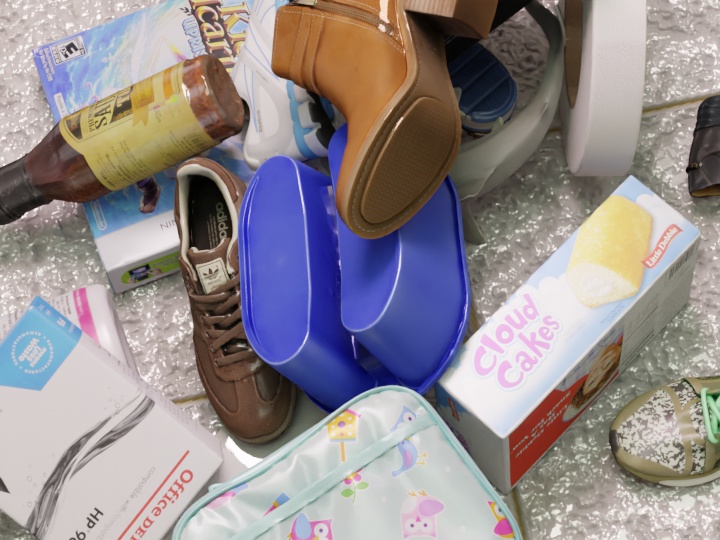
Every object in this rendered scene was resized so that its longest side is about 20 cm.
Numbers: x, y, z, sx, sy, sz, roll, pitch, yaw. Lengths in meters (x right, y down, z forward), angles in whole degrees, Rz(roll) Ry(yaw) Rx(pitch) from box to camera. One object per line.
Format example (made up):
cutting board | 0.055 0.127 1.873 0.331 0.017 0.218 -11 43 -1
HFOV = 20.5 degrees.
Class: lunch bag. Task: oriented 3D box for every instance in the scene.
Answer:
lunch bag | -0.013 0.174 1.216 0.199 0.077 0.161 -32 76 -13

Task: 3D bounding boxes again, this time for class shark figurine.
shark figurine | 0.086 -0.085 1.382 0.214 0.090 0.128 -37 102 21

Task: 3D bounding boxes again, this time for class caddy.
caddy | 0.000 0.000 1.327 0.140 0.105 0.202 -22 56 26

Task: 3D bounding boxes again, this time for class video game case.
video game case | -0.130 -0.106 1.478 0.180 0.046 0.201 -20 67 -5

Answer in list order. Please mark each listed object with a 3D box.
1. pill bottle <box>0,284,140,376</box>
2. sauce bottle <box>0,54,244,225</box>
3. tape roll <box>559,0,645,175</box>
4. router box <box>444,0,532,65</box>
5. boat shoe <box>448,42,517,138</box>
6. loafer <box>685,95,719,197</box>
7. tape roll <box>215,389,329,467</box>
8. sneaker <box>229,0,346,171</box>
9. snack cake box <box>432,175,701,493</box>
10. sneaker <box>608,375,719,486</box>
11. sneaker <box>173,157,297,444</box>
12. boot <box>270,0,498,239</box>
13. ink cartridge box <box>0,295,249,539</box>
pill bottle | -0.251 0.094 1.365 0.198 0.114 0.114 -20 67 -4
sauce bottle | -0.179 -0.087 1.403 0.199 0.066 0.067 -23 66 16
tape roll | 0.166 -0.168 1.389 0.037 0.203 0.205 -1 67 -1
router box | 0.090 -0.233 1.355 0.052 0.200 0.158 34 47 -22
boat shoe | 0.034 -0.170 1.476 0.072 0.072 0.200 -35 74 -14
loafer | 0.330 -0.064 1.418 0.198 0.073 0.073 15 77 20
tape roll | -0.025 0.179 1.354 0.201 0.037 0.205 -1 68 3
sneaker | -0.066 -0.157 1.438 0.086 0.075 0.201 -23 51 23
snack cake box | 0.141 0.045 1.356 0.067 0.115 0.200 40 75 19
sneaker | 0.265 0.090 1.342 0.198 0.089 0.078 -11 67 0
sneaker | -0.097 0.019 1.361 0.070 0.076 0.202 -19 70 12
boot | -0.008 -0.123 1.279 0.154 0.076 0.202 12 81 41
ink cartridge box | -0.168 0.125 1.284 0.200 0.068 0.116 39 90 -8
